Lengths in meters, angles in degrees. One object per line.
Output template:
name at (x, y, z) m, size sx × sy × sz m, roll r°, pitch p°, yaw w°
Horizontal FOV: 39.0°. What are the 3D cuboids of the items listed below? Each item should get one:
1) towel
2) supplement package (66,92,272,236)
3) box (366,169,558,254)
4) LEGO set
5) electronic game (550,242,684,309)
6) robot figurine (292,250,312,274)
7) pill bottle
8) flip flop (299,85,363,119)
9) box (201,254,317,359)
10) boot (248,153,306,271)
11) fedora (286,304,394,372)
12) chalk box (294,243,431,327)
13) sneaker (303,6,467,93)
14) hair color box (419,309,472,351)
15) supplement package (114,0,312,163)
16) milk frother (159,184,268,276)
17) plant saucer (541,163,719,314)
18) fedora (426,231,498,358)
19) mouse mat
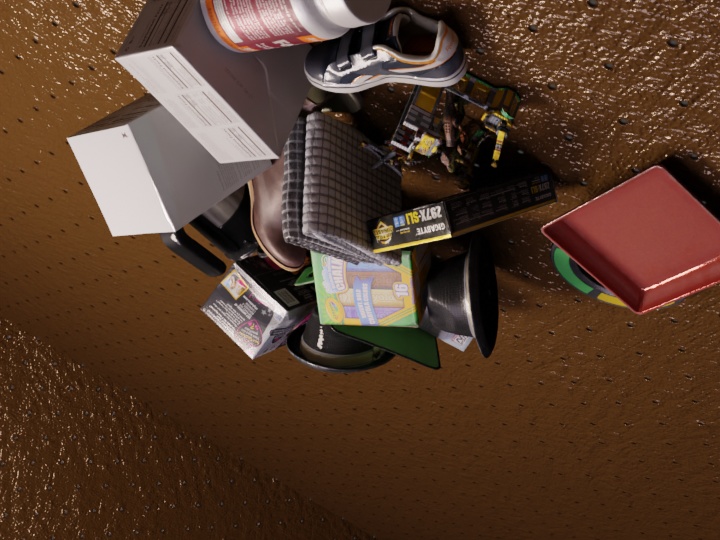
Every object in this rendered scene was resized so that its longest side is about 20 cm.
towel at (-0.026, -0.101, 1.348) m, size 0.084 × 0.169 × 0.199 m, roll -10°, pitch 163°, yaw 34°
supplement package at (-0.257, -0.163, 1.389) m, size 0.149 × 0.200 × 0.154 m, roll -2°, pitch 118°, yaw 43°
box at (0.129, -0.075, 1.308) m, size 0.159 × 0.198 × 0.050 m, roll -8°, pitch 98°, yaw 52°
LEGO set at (0.097, -0.154, 1.239) m, size 0.152 × 0.117 × 0.200 m, roll 29°, pitch 156°, yaw -13°
electronic game at (0.360, -0.002, 1.412) m, size 0.197 × 0.042 × 0.201 m, roll 20°, pitch 156°, yaw 9°
robot figurine at (-0.053, -0.007, 1.757) m, size 0.198 × 0.059 × 0.145 m, roll 27°, pitch 155°, yaw -9°
pill bottle at (-0.069, -0.302, 1.091) m, size 0.198 × 0.116 × 0.114 m, roll 3°, pitch 149°, yaw 40°
flip flop at (-0.079, -0.222, 1.335) m, size 0.197 × 0.058 × 0.081 m, roll 6°, pitch 151°, yaw 35°
box at (-0.159, 0.057, 1.758) m, size 0.132 × 0.115 × 0.200 m, roll 42°, pitch -161°, yaw 11°
boot at (-0.107, -0.110, 1.458) m, size 0.166 × 0.071 × 0.203 m, roll -32°, pitch 79°, yaw 60°
fedora at (-0.026, 0.087, 1.673) m, size 0.197 × 0.200 × 0.093 m, roll 13°, pitch 114°, yaw 21°
chalk box at (0.000, 0.000, 1.515) m, size 0.196 × 0.125 × 0.126 m, roll 2°, pitch 116°, yaw 16°
sneaker at (0.020, -0.255, 1.156) m, size 0.196 × 0.080 × 0.080 m, roll 1°, pitch 155°, yaw 20°
hair color box at (0.099, 0.040, 1.652) m, size 0.198 × 0.100 × 0.061 m, roll 28°, pitch 120°, yaw -10°
supplement package at (-0.165, -0.254, 1.223) m, size 0.110 × 0.158 × 0.200 m, roll 1°, pitch 148°, yaw 39°
milk frother at (-0.201, -0.107, 1.586) m, size 0.198 × 0.183 × 0.188 m, roll -25°, pitch 134°, yaw 27°
plant saucer at (0.364, -0.043, 1.280) m, size 0.199 × 0.037 × 0.199 m, roll 37°, pitch 141°, yaw -19°
fedora at (0.147, 0.038, 1.496) m, size 0.090 × 0.204 × 0.201 m, roll -4°, pitch 148°, yaw 16°
mouse mat at (0.036, 0.075, 1.608) m, size 0.197 × 0.162 × 0.008 m, roll 23°, pitch 122°, yaw -18°
